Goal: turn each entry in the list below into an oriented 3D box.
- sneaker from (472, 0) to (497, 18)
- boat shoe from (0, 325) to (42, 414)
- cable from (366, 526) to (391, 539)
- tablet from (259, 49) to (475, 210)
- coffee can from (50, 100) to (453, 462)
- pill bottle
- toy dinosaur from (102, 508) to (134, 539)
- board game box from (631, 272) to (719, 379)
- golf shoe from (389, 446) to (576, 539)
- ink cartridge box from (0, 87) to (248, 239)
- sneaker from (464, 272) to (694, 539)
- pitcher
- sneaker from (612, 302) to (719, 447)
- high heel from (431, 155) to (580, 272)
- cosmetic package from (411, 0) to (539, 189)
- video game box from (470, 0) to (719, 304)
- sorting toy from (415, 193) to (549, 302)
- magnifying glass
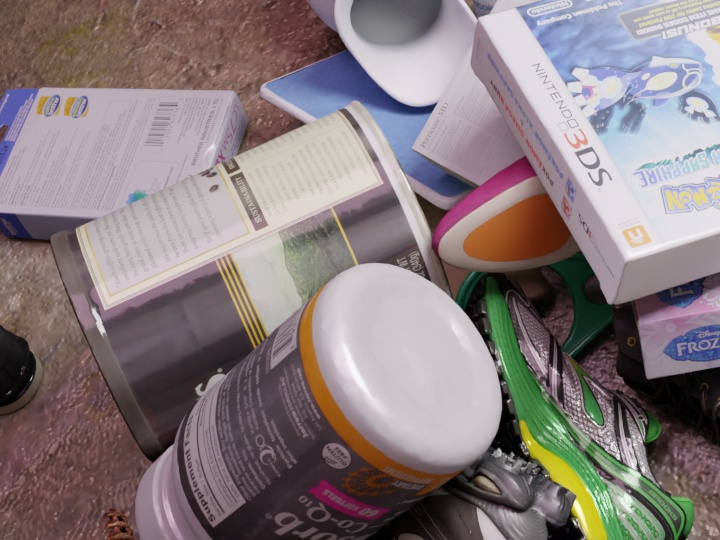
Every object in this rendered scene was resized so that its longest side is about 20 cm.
[{"bbox_3d":[0.161,-0.233,1.103,0.200,0.087,0.074,-38,51,-11],"label":"sneaker"},{"bbox_3d":[-0.321,0.059,1.080,0.200,0.063,0.074,1,59,21],"label":"boat shoe"},{"bbox_3d":[-0.005,0.218,0.864,0.162,0.051,0.201,-16,52,8],"label":"cable"},{"bbox_3d":[0.038,-0.106,1.069,0.130,0.014,0.200,-27,44,-32],"label":"tablet"},{"bbox_3d":[-0.064,0.005,0.925,0.199,0.147,0.147,-25,52,-5],"label":"coffee can"},{"bbox_3d":[-0.028,0.093,0.818,0.200,0.116,0.117,-42,41,37],"label":"pill bottle"},{"bbox_3d":[-0.156,0.242,0.893,0.135,0.103,0.201,2,37,2],"label":"toy dinosaur"},{"bbox_3d":[0.247,-0.029,0.892,0.198,0.041,0.201,-11,33,8],"label":"board game box"},{"bbox_3d":[0.037,0.128,0.869,0.095,0.077,0.200,-65,20,0],"label":"golf shoe"},{"bbox_3d":[-0.191,-0.078,1.145,0.199,0.042,0.120,5,58,19],"label":"ink cartridge box"},{"bbox_3d":[0.119,0.087,0.900,0.085,0.078,0.201,-19,67,-18],"label":"sneaker"},{"bbox_3d":[-0.001,-0.225,1.086,0.121,0.171,0.200,-39,32,17],"label":"pitcher"},{"bbox_3d":[0.202,0.079,0.878,0.105,0.075,0.201,-9,44,9],"label":"sneaker"},{"bbox_3d":[0.117,-0.068,0.903,0.199,0.068,0.096,-28,42,-9],"label":"high heel"},{"bbox_3d":[0.120,-0.138,0.955,0.082,0.051,0.201,32,93,35],"label":"cosmetic package"},{"bbox_3d":[0.186,-0.088,0.848,0.199,0.047,0.183,-17,58,-14],"label":"video game box"},{"bbox_3d":[0.000,0.000,1.031,0.199,0.037,0.186,-26,52,-6],"label":"sorting toy"},{"bbox_3d":[0.154,0.010,0.960,0.199,0.022,0.080,-16,87,0],"label":"magnifying glass"}]
